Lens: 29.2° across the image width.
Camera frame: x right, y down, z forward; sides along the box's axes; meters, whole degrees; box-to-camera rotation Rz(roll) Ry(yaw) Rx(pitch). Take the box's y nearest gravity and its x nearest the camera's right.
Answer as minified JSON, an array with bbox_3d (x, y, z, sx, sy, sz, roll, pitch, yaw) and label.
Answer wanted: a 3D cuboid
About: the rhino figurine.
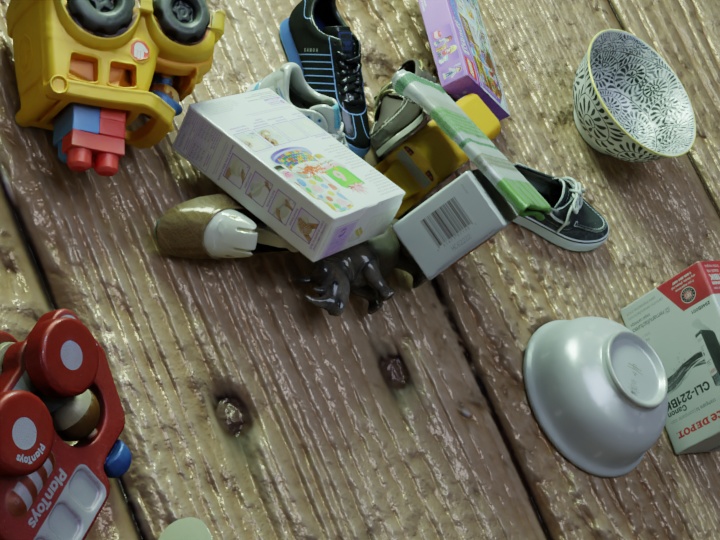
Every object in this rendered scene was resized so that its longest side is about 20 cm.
[{"bbox_3d":[0.000,0.000,1.463,0.088,0.060,0.200,53,40,8],"label":"rhino figurine"}]

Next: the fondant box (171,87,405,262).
[{"bbox_3d":[-0.072,-0.102,1.408,0.200,0.058,0.144,37,29,18],"label":"fondant box"}]

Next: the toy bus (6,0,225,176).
[{"bbox_3d":[-0.235,-0.179,1.339,0.199,0.135,0.193,5,72,-33],"label":"toy bus"}]

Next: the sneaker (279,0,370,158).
[{"bbox_3d":[-0.029,-0.225,1.574,0.070,0.078,0.201,-10,71,-44],"label":"sneaker"}]

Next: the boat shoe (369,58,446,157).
[{"bbox_3d":[0.045,-0.192,1.605,0.060,0.072,0.200,52,31,-10],"label":"boat shoe"}]

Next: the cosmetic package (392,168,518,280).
[{"bbox_3d":[0.107,-0.054,1.500,0.071,0.101,0.200,54,13,1],"label":"cosmetic package"}]

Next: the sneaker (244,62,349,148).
[{"bbox_3d":[-0.042,-0.139,1.504,0.200,0.087,0.075,51,42,-3],"label":"sneaker"}]

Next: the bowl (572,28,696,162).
[{"bbox_3d":[0.353,-0.219,1.878,0.200,0.094,0.202,20,53,-29],"label":"bowl"}]

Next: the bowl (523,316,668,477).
[{"bbox_3d":[0.292,0.131,1.607,0.200,0.090,0.202,21,51,-28],"label":"bowl"}]

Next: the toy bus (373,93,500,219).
[{"bbox_3d":[0.081,-0.131,1.606,0.065,0.078,0.200,51,43,-1],"label":"toy bus"}]

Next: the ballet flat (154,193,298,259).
[{"bbox_3d":[-0.108,-0.038,1.387,0.199,0.072,0.068,-1,109,-44],"label":"ballet flat"}]

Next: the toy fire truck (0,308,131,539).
[{"bbox_3d":[-0.264,0.141,1.139,0.168,0.112,0.201,58,39,-30],"label":"toy fire truck"}]

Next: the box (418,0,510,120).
[{"bbox_3d":[0.123,-0.296,1.738,0.137,0.039,0.201,30,42,-57],"label":"box"}]

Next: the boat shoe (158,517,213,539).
[{"bbox_3d":[-0.136,0.307,1.160,0.063,0.073,0.202,56,16,-53],"label":"boat shoe"}]

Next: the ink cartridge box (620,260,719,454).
[{"bbox_3d":[0.425,0.108,1.692,0.083,0.144,0.201,-2,65,-39],"label":"ink cartridge box"}]

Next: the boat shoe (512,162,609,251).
[{"bbox_3d":[0.246,-0.085,1.721,0.199,0.068,0.074,24,50,-27],"label":"boat shoe"}]

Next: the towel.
[{"bbox_3d":[0.119,-0.130,1.484,0.200,0.031,0.149,49,15,12],"label":"towel"}]
